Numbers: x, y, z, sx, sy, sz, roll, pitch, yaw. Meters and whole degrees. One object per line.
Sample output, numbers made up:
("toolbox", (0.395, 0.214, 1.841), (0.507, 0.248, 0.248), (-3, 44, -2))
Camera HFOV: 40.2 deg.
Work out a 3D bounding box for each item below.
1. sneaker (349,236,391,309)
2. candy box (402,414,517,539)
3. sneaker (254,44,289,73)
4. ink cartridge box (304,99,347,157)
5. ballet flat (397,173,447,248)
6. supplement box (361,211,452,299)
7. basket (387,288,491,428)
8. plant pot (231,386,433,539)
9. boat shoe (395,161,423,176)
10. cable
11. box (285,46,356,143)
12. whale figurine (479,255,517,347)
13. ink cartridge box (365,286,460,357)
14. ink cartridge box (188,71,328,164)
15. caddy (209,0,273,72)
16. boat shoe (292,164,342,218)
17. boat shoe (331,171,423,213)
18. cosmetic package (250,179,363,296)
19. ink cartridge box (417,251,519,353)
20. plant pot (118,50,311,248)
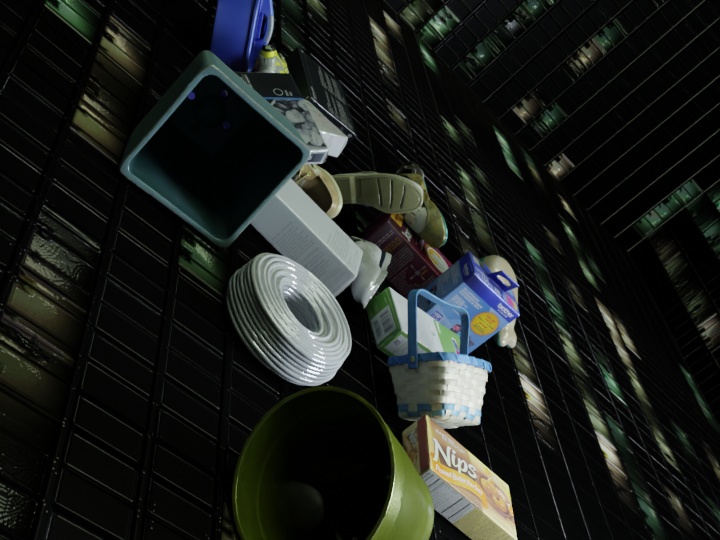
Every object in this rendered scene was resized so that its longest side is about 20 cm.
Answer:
("sneaker", (0.000, 0.000, 1.695), (0.080, 0.077, 0.200), (38, 16, -9))
("candy box", (0.147, 0.322, 1.472), (0.200, 0.055, 0.116), (41, 23, -22))
("sneaker", (-0.161, -0.374, 1.881), (0.074, 0.078, 0.200), (6, -1, -1))
("ink cartridge box", (-0.141, -0.278, 1.769), (0.198, 0.058, 0.163), (16, 23, -43))
("ballet flat", (0.107, -0.117, 1.872), (0.070, 0.071, 0.202), (33, 27, -38))
("supplement box", (0.095, -0.017, 1.877), (0.200, 0.085, 0.111), (46, 22, -11))
("basket", (0.123, 0.143, 1.560), (0.175, 0.137, 0.204), (24, 68, -50))
("plant pot", (-0.010, 0.259, 1.106), (0.193, 0.199, 0.202), (42, 19, -52))
("boat shoe", (0.104, -0.199, 2.220), (0.057, 0.066, 0.201), (43, 26, -29))
("cable", (-0.098, 0.068, 1.371), (0.200, 0.069, 0.201), (43, 22, -19))
("box", (-0.095, -0.354, 2.054), (0.141, 0.078, 0.202), (38, 25, -37))
("whale figurine", (0.285, 0.071, 2.138), (0.158, 0.102, 0.204), (11, 68, -60))
("ink cartridge box", (0.102, 0.123, 1.697), (0.199, 0.059, 0.105), (35, 27, -37))
("ink cartridge box", (-0.177, -0.255, 1.653), (0.197, 0.044, 0.200), (-7, 54, -29))
("caddy", (-0.214, -0.463, 1.837), (0.103, 0.203, 0.142), (12, 27, -5))
("boat shoe", (-0.109, -0.169, 1.744), (0.200, 0.074, 0.066), (48, 23, 25))
("boat shoe", (0.027, -0.155, 1.853), (0.197, 0.076, 0.068), (10, 20, 14))
("cosmetic package", (-0.090, -0.057, 1.592), (0.200, 0.074, 0.102), (44, 22, -12))
("ink cartridge box", (0.194, 0.062, 1.790), (0.136, 0.200, 0.077), (38, 23, -26))
("plant pot", (-0.213, -0.198, 1.423), (0.195, 0.196, 0.201), (38, 16, -27))
